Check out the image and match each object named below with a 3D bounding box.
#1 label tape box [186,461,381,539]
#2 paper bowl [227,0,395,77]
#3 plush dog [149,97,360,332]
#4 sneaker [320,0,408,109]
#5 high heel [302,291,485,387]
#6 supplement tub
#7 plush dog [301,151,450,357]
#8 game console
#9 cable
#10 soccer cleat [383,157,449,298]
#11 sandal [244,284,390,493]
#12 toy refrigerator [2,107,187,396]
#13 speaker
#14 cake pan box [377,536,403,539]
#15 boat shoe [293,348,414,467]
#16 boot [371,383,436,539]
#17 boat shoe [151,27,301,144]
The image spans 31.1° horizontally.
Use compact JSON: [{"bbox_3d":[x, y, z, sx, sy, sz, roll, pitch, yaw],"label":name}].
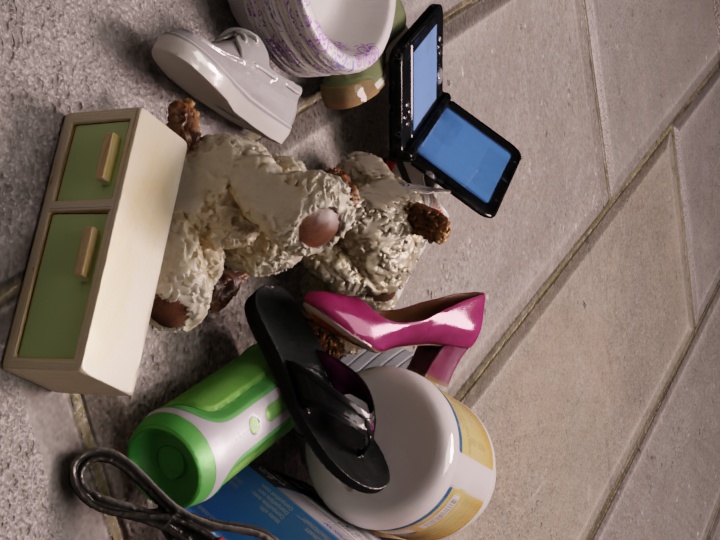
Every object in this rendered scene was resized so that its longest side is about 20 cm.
[{"bbox_3d":[-0.057,0.230,1.124,0.066,0.143,0.200,-55,146,-3],"label":"label tape box"},{"bbox_3d":[-0.053,-0.279,1.189,0.200,0.103,0.203,1,89,-61],"label":"paper bowl"},{"bbox_3d":[-0.096,-0.046,1.072,0.162,0.199,0.172,65,12,21],"label":"plush dog"},{"bbox_3d":[-0.002,-0.244,1.326,0.201,0.066,0.091,-59,139,-53],"label":"sneaker"},{"bbox_3d":[0.032,0.031,1.165,0.199,0.067,0.097,28,86,-45],"label":"high heel"},{"bbox_3d":[0.046,0.178,1.217,0.200,0.143,0.146,39,55,-64],"label":"supplement tub"},{"bbox_3d":[0.000,0.000,1.252,0.200,0.159,0.173,-34,142,-57],"label":"plush dog"},{"bbox_3d":[0.107,-0.176,1.389,0.200,0.115,0.178,-58,151,-61],"label":"game console"},{"bbox_3d":[-0.129,0.199,0.976,0.097,0.050,0.200,-42,96,-14],"label":"cable"},{"bbox_3d":[0.051,-0.043,1.399,0.069,0.084,0.202,49,48,-50],"label":"soccer cleat"},{"bbox_3d":[-0.031,0.097,1.094,0.202,0.048,0.075,59,32,7],"label":"sandal"},{"bbox_3d":[-0.195,-0.015,0.951,0.070,0.075,0.202,38,57,-55],"label":"toy refrigerator"},{"bbox_3d":[-0.110,0.125,1.092,0.200,0.088,0.089,-33,118,-57],"label":"speaker"},{"bbox_3d":[0.052,0.323,1.277,0.185,0.198,0.053,56,43,-49],"label":"cake pan box"},{"bbox_3d":[-0.008,0.135,1.322,0.199,0.071,0.063,-28,132,-51],"label":"boat shoe"},{"bbox_3d":[0.037,0.212,1.398,0.175,0.065,0.203,17,75,-73],"label":"boot"},{"bbox_3d":[-0.105,-0.170,1.105,0.200,0.072,0.069,31,84,-58],"label":"boat shoe"}]
